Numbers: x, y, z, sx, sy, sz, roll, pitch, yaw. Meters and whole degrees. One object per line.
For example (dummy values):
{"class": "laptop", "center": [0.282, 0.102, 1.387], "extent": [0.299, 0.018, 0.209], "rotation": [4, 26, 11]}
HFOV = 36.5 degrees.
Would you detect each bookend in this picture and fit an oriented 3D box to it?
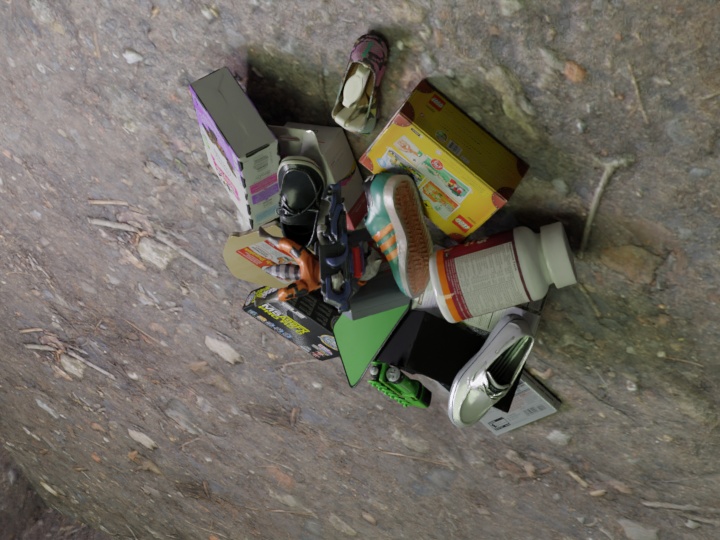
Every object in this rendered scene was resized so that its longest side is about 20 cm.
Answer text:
{"class": "bookend", "center": [0.128, 0.145, 1.780], "extent": [0.197, 0.093, 0.200], "rotation": [26, 169, -21]}

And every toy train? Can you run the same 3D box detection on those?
{"class": "toy train", "center": [0.066, 0.184, 1.733], "extent": [0.056, 0.042, 0.200], "rotation": [7, 165, 22]}

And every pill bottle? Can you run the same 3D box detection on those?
{"class": "pill bottle", "center": [0.208, 0.000, 1.586], "extent": [0.198, 0.110, 0.110], "rotation": [-16, 127, 15]}

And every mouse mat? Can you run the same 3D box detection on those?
{"class": "mouse mat", "center": [0.016, 0.075, 1.804], "extent": [0.007, 0.162, 0.201], "rotation": [17, 121, -27]}

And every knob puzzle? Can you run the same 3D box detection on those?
{"class": "knob puzzle", "center": [-0.150, -0.023, 1.887], "extent": [0.217, 0.031, 0.220], "rotation": [8, 151, 4]}

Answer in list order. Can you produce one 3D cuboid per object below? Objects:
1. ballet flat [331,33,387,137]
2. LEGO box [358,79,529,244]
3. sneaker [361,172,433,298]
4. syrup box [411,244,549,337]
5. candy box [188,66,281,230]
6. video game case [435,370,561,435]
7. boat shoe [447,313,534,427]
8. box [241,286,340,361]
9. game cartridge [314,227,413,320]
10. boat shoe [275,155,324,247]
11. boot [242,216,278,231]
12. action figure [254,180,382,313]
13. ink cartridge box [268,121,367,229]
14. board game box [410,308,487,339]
{"class": "ballet flat", "center": [-0.007, -0.251, 1.569], "extent": [0.069, 0.071, 0.201], "rotation": [29, 147, 9]}
{"class": "LEGO box", "center": [0.117, -0.151, 1.571], "extent": [0.199, 0.077, 0.149], "rotation": [39, 147, -4]}
{"class": "sneaker", "center": [0.052, -0.055, 1.614], "extent": [0.079, 0.071, 0.202], "rotation": [15, 128, 42]}
{"class": "syrup box", "center": [0.187, 0.042, 1.707], "extent": [0.198, 0.079, 0.082], "rotation": [19, 131, 9]}
{"class": "candy box", "center": [-0.190, -0.189, 1.725], "extent": [0.168, 0.071, 0.201], "rotation": [55, 164, 26]}
{"class": "video game case", "center": [0.237, 0.212, 1.962], "extent": [0.181, 0.023, 0.200], "rotation": [41, 147, -8]}
{"class": "boat shoe", "center": [0.194, 0.160, 1.642], "extent": [0.073, 0.067, 0.202], "rotation": [19, 108, -19]}
{"class": "box", "center": [-0.107, 0.095, 2.062], "extent": [0.199, 0.045, 0.160], "rotation": [35, 155, -21]}
{"class": "game cartridge", "center": [0.000, 0.000, 1.730], "extent": [0.201, 0.132, 0.041], "rotation": [-120, 13, -53]}
{"class": "boat shoe", "center": [-0.094, -0.103, 1.698], "extent": [0.074, 0.063, 0.201], "rotation": [4, 145, -1]}
{"class": "boot", "center": [-0.118, -0.044, 1.931], "extent": [0.143, 0.073, 0.201], "rotation": [13, 148, 31]}
{"class": "action figure", "center": [-0.059, -0.028, 1.655], "extent": [0.191, 0.203, 0.105], "rotation": [2, 165, 7]}
{"class": "ink cartridge box", "center": [-0.069, -0.166, 1.735], "extent": [0.115, 0.068, 0.201], "rotation": [11, 140, 33]}
{"class": "board game box", "center": [0.107, 0.063, 1.857], "extent": [0.199, 0.044, 0.199], "rotation": [43, 139, -12]}
